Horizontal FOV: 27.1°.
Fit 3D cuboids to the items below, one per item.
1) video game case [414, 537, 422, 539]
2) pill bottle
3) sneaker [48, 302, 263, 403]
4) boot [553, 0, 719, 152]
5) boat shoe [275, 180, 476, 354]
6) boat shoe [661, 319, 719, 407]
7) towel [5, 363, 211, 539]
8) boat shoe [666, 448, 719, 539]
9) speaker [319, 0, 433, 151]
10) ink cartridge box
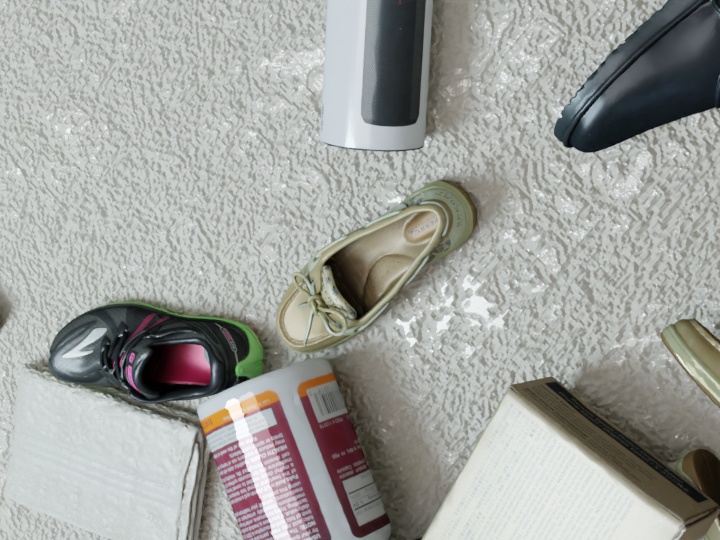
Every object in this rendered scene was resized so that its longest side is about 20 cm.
[{"bbox_3d":[0.051,0.314,1.223,0.200,0.025,0.181,-22,91,27],"label":"video game case"},{"bbox_3d":[-0.044,0.180,1.177,0.114,0.114,0.200,-24,83,27],"label":"pill bottle"},{"bbox_3d":[-0.181,0.069,1.244,0.199,0.084,0.077,-2,98,24],"label":"sneaker"},{"bbox_3d":[0.252,-0.105,1.014,0.200,0.076,0.168,-44,78,19],"label":"boot"},{"bbox_3d":[0.000,0.000,1.159,0.200,0.063,0.073,-42,83,26],"label":"boat shoe"},{"bbox_3d":[0.300,0.091,1.037,0.200,0.073,0.063,37,102,2],"label":"boat shoe"},{"bbox_3d":[-0.223,0.167,1.313,0.200,0.034,0.133,17,106,22],"label":"towel"},{"bbox_3d":[0.268,0.231,1.085,0.065,0.072,0.200,-32,81,32],"label":"boat shoe"},{"bbox_3d":[0.014,-0.193,1.104,0.081,0.081,0.201,9,104,22],"label":"speaker"},{"bbox_3d":[0.139,0.205,1.091,0.165,0.075,0.200,39,113,27],"label":"ink cartridge box"}]
